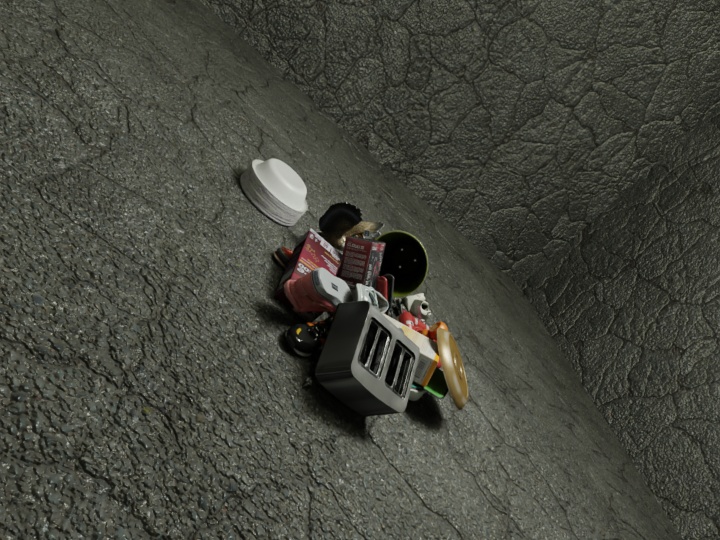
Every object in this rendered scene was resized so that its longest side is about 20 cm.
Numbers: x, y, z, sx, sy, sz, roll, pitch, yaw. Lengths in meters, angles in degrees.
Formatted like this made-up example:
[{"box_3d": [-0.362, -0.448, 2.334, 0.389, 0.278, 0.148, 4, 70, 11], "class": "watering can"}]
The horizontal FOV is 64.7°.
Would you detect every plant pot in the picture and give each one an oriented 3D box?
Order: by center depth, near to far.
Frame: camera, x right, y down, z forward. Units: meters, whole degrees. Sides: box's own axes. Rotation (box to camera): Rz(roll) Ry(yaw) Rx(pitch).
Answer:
[{"box_3d": [0.230, 0.236, 1.392, 0.200, 0.027, 0.204, -18, 91, -74], "class": "plant pot"}, {"box_3d": [0.124, -0.029, 1.716, 0.187, 0.187, 0.200, 47, 14, 5], "class": "plant pot"}]

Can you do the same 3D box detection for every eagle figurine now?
[{"box_3d": [-0.049, -0.101, 1.552, 0.150, 0.201, 0.152, 39, 16, -8], "class": "eagle figurine"}]

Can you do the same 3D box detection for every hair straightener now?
[{"box_3d": [0.077, 0.108, 1.489, 0.076, 0.040, 0.205, -18, 107, -51], "class": "hair straightener"}]

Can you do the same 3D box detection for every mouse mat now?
[{"box_3d": [0.130, 0.239, 1.387, 0.197, 0.008, 0.161, 28, 16, 15], "class": "mouse mat"}]

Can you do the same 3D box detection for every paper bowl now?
[{"box_3d": [-0.230, -0.230, 1.586, 0.200, 0.104, 0.202, 41, 20, -18], "class": "paper bowl"}]

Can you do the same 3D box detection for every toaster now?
[{"box_3d": [0.011, 0.183, 1.136, 0.181, 0.117, 0.203, 42, 52, -30], "class": "toaster"}]

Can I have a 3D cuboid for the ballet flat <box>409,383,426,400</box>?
[{"box_3d": [0.138, 0.283, 1.391, 0.070, 0.069, 0.199, 49, 21, 12], "class": "ballet flat"}]

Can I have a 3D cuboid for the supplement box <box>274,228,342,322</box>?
[{"box_3d": [-0.116, 0.009, 1.316, 0.108, 0.061, 0.202, 38, 39, -21], "class": "supplement box"}]

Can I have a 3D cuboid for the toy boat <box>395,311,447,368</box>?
[{"box_3d": [0.182, 0.182, 1.564, 0.199, 0.130, 0.132, 32, 38, -36], "class": "toy boat"}]

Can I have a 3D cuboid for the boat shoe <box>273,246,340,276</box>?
[{"box_3d": [-0.130, -0.017, 1.427, 0.198, 0.063, 0.072, 29, 27, -40], "class": "boat shoe"}]

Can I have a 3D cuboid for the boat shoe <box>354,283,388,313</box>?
[{"box_3d": [0.023, 0.073, 1.277, 0.202, 0.063, 0.076, 46, 47, -78], "class": "boat shoe"}]

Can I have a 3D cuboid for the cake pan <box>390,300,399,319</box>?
[{"box_3d": [0.044, 0.088, 1.632, 0.200, 0.037, 0.201, 41, 19, -17], "class": "cake pan"}]

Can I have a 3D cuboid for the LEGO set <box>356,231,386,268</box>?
[{"box_3d": [0.048, -0.063, 1.823, 0.198, 0.116, 0.155, 30, 24, -40], "class": "LEGO set"}]

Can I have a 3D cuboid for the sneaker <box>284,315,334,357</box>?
[{"box_3d": [-0.080, 0.125, 1.198, 0.070, 0.090, 0.199, 52, 19, 22], "class": "sneaker"}]

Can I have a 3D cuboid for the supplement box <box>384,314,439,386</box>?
[{"box_3d": [0.090, 0.182, 1.362, 0.197, 0.075, 0.126, 28, 15, 8], "class": "supplement box"}]

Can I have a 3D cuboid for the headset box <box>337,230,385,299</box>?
[{"box_3d": [0.000, 0.000, 1.432, 0.073, 0.205, 0.148, 13, 6, 14], "class": "headset box"}]

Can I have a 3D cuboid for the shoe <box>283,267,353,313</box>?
[{"box_3d": [-0.084, 0.056, 1.210, 0.200, 0.089, 0.073, 43, 34, -60], "class": "shoe"}]

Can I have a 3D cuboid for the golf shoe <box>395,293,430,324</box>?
[{"box_3d": [0.173, 0.143, 1.674, 0.201, 0.087, 0.078, 58, 10, -49], "class": "golf shoe"}]
